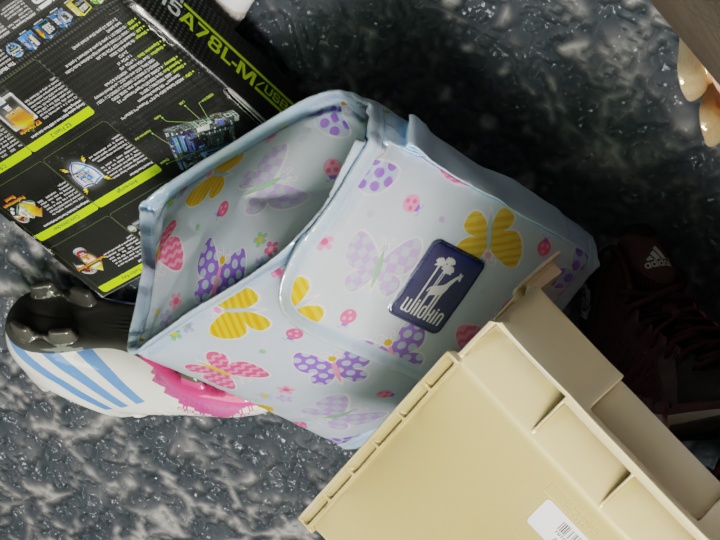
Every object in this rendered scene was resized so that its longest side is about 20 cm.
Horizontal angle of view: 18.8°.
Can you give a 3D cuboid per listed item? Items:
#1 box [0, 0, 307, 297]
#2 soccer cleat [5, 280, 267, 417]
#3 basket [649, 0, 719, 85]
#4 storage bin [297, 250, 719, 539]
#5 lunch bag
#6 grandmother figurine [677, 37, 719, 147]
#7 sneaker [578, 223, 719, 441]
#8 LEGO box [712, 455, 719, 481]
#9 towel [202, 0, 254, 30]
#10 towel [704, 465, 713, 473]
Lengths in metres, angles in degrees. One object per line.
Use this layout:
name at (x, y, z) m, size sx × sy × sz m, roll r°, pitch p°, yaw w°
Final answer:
box at (-0.147, -0.088, 1.225) m, size 0.193 × 0.048 × 0.200 m, roll 39°, pitch 134°, yaw -26°
soccer cleat at (-0.124, 0.059, 1.343) m, size 0.200 × 0.070 × 0.086 m, roll 13°, pitch 144°, yaw 22°
basket at (0.156, -0.187, 0.935) m, size 0.200 × 0.180 × 0.136 m, roll 47°, pitch 149°, yaw 18°
storage bin at (0.101, 0.124, 1.053) m, size 0.200 × 0.094 × 0.199 m, roll 47°, pitch 136°, yaw 7°
lunch bag at (0.000, 0.000, 1.153) m, size 0.170 × 0.127 × 0.200 m, roll 28°, pitch 137°, yaw -36°
grandmother figurine at (0.253, -0.105, 1.027) m, size 0.200 × 0.061 × 0.121 m, roll -5°, pitch 148°, yaw 27°
sneaker at (0.159, 0.030, 1.116) m, size 0.200 × 0.076 × 0.116 m, roll 166°, pitch 101°, yaw -66°
LEGO box at (0.287, 0.060, 1.112) m, size 0.149 × 0.077 × 0.200 m, roll 27°, pitch 132°, yaw 8°
towel at (-0.110, -0.197, 1.162) m, size 0.149 × 0.031 × 0.200 m, roll 38°, pitch 132°, yaw -2°
towel at (0.254, 0.163, 1.156) m, size 0.200 × 0.145 × 0.024 m, roll 24°, pitch 101°, yaw 0°
